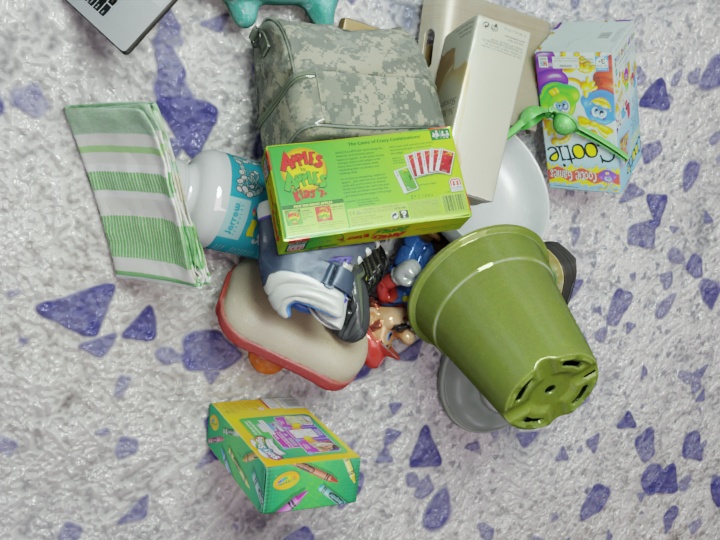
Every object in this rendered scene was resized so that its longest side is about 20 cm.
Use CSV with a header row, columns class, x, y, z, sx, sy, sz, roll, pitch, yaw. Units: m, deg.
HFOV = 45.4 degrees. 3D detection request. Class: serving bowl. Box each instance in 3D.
class,x,y,z,sx,sy,sz,roll,pitch,yaw
serving bowl,0.155,-0.100,1.132,0.199,0.066,0.201,13,65,-29

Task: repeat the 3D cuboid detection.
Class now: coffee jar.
class,x,y,z,sx,sy,sz,roll,pitch,yaw
coffee jar,0.207,0.028,1.206,0.199,0.085,0.105,-16,134,-23

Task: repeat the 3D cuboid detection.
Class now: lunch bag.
class,x,y,z,sx,sy,sz,roll,pitch,yaw
lunch bag,-0.018,-0.201,0.968,0.199,0.139,0.169,-3,73,-29

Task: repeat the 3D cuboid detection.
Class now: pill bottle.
class,x,y,z,sx,sy,sz,roll,pitch,yaw
pill bottle,-0.135,-0.073,0.985,0.199,0.111,0.111,11,98,-30

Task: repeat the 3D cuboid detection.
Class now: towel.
class,x,y,z,sx,sy,sz,roll,pitch,yaw
towel,-0.238,-0.078,0.911,0.023,0.152,0.201,-36,122,-44

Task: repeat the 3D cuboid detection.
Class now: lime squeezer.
class,x,y,z,sx,sy,sz,roll,pitch,yaw
lime squeezer,0.245,-0.177,1.096,0.199,0.071,0.038,1,147,-7

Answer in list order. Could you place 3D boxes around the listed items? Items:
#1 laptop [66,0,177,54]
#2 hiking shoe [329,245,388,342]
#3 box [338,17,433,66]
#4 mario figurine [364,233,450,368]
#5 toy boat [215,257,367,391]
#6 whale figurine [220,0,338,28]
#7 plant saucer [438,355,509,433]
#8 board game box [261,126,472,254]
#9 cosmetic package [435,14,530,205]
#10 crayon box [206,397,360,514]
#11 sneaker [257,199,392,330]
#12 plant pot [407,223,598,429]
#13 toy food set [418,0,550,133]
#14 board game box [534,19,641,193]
class,x,y,z,sx,sy,sz,roll,pitch,yaw
laptop,-0.248,-0.354,0.835,0.187,0.200,0.116,-48,153,0
hiking shoe,0.000,0.000,1.044,0.100,0.201,0.076,17,139,-34
box,0.023,-0.198,1.087,0.163,0.021,0.201,9,99,-30
mario figurine,0.064,0.041,1.128,0.123,0.106,0.201,29,87,-31
toy boat,-0.093,0.082,1.056,0.199,0.131,0.131,28,130,-16
whale figurine,-0.094,-0.339,0.936,0.199,0.104,0.160,25,91,-29
plant saucer,0.209,0.153,1.269,0.199,0.050,0.201,-8,108,-26
board game box,0.006,-0.084,0.890,0.199,0.048,0.102,-8,76,-14
cosmetic package,0.125,-0.180,1.001,0.071,0.105,0.201,14,86,-16
crayon box,-0.098,0.215,1.033,0.118,0.200,0.059,1,103,-28
sneaker,-0.013,-0.010,0.937,0.199,0.081,0.147,-6,83,-20
plant pot,0.185,0.080,1.029,0.199,0.190,0.201,-15,134,-16
toy food set,0.158,-0.265,1.112,0.199,0.060,0.144,6,94,-31
board game box,0.306,-0.217,1.149,0.105,0.103,0.201,-49,136,-41
